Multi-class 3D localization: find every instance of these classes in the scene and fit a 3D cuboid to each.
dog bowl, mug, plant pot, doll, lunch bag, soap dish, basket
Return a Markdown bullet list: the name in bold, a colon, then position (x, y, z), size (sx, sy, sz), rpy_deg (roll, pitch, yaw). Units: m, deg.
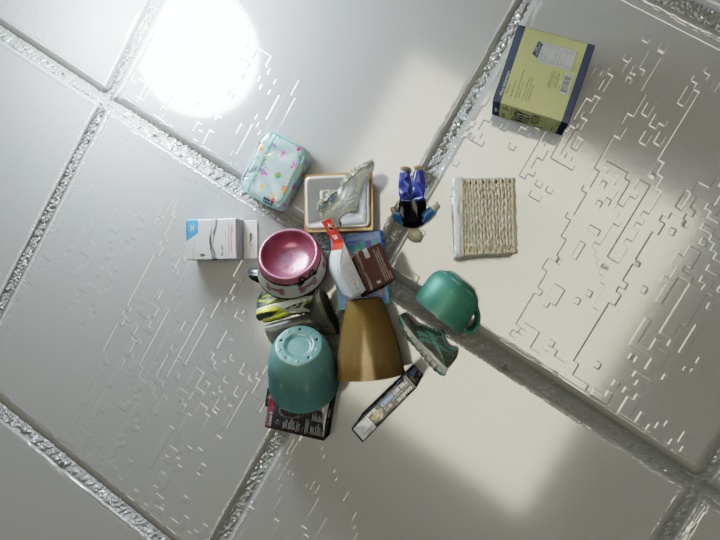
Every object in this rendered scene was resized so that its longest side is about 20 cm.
- **dog bowl**: position (-0.191, -0.026, 1.694), size (0.195, 0.074, 0.204), rpy_deg (-2, 56, 3)
- **mug**: position (0.239, 0.077, 1.639), size (0.151, 0.184, 0.115), rpy_deg (39, 94, 34)
- **plant pot**: position (0.019, 0.176, 1.647), size (0.182, 0.186, 0.205), rpy_deg (-5, 91, 11)
- **doll**: position (0.147, -0.180, 1.699), size (0.133, 0.048, 0.205), rpy_deg (0, 89, 13)
- **lunch bag**: position (-0.244, -0.279, 1.766), size (0.158, 0.077, 0.203), rpy_deg (29, 95, 10)
- **soap dish**: position (-0.058, -0.187, 1.725), size (0.195, 0.081, 0.161), rpy_deg (-1, 89, 12)
- **basket**: position (0.310, -0.131, 1.593), size (0.157, 0.198, 0.205), rpy_deg (-3, 88, 7)
- **plant pot**: position (-0.156, 0.246, 1.649), size (0.196, 0.163, 0.203), rpy_deg (-1, 46, 1)

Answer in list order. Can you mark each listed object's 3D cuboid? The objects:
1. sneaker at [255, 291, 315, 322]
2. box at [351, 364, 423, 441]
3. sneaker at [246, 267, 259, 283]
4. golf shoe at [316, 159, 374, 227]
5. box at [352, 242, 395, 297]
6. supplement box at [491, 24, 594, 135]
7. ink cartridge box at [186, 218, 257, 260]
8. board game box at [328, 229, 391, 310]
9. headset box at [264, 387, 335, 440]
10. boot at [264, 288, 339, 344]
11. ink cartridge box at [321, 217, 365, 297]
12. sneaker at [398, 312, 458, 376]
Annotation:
- **sneaker**: position (-0.203, 0.079, 1.755), size (0.195, 0.075, 0.086), rpy_deg (-13, 59, -2)
- **box**: position (0.074, 0.340, 1.631), size (0.198, 0.200, 0.050), rpy_deg (-44, 83, 7)
- **sneaker**: position (-0.225, 0.000, 1.772), size (0.195, 0.076, 0.081), rpy_deg (2, 72, 9)
- **golf shoe**: position (-0.022, -0.203, 1.652), size (0.200, 0.078, 0.097), rpy_deg (-42, 99, 13)
- **box**: position (0.026, 0.001, 1.597), size (0.074, 0.200, 0.102), rpy_deg (-23, 86, -7)
- **supplement box**: position (0.460, -0.483, 1.595), size (0.196, 0.134, 0.204), rpy_deg (20, 93, 11)
- **ink cartridge box**: position (-0.400, -0.090, 1.801), size (0.195, 0.067, 0.119), rpy_deg (-1, 88, 12)
- **board game box**: position (0.000, 0.000, 1.729), size (0.149, 0.045, 0.205), rpy_deg (-8, 88, 11)
- **headset box**: position (-0.175, 0.373, 1.745), size (0.195, 0.075, 0.152), rpy_deg (9, 91, 11)
- **boot**: position (-0.171, 0.137, 1.719), size (0.195, 0.073, 0.184), rpy_deg (-7, 129, 13)
- **ink cartridge box**: position (-0.062, -0.031, 1.620), size (0.047, 0.160, 0.203), rpy_deg (-27, 96, -10)
- **sneaker**: position (0.184, 0.183, 1.685), size (0.091, 0.078, 0.201), rpy_deg (-41, 85, -8)
